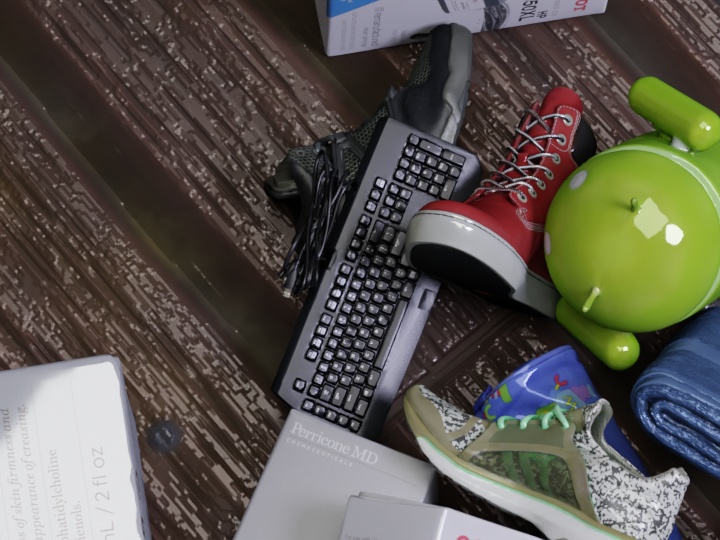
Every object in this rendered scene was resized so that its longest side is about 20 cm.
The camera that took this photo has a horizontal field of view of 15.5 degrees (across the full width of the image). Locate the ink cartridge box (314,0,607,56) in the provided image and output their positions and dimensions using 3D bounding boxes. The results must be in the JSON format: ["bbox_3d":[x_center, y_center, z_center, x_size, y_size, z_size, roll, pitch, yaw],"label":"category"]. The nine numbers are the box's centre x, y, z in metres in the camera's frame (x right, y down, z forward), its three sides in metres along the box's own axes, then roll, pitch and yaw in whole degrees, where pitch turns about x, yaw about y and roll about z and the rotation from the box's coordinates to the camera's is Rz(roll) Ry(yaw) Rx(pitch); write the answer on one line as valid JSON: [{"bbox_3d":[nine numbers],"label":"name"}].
[{"bbox_3d":[0.068,-0.220,1.757,0.199,0.145,0.085,-10,72,-5],"label":"ink cartridge box"}]

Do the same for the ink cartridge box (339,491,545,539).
[{"bbox_3d":[0.045,0.247,1.571,0.085,0.147,0.201,5,77,45],"label":"ink cartridge box"}]

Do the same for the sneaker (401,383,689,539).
[{"bbox_3d":[0.118,0.110,1.600,0.200,0.077,0.089,31,97,21],"label":"sneaker"}]

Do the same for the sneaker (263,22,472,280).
[{"bbox_3d":[0.006,-0.085,1.744,0.114,0.076,0.200,20,76,-1],"label":"sneaker"}]

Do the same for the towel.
[{"bbox_3d":[0.233,0.081,1.642,0.111,0.200,0.049,29,111,11],"label":"towel"}]

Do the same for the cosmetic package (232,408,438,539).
[{"bbox_3d":[-0.033,0.200,1.638,0.106,0.090,0.201,19,74,9],"label":"cosmetic package"}]

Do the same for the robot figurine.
[{"bbox_3d":[0.186,-0.026,1.664,0.115,0.200,0.176,26,109,16],"label":"robot figurine"}]

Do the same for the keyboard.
[{"bbox_3d":[0.000,0.000,1.673,0.104,0.040,0.201,21,81,-2],"label":"keyboard"}]

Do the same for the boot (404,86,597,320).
[{"bbox_3d":[0.093,-0.057,1.661,0.072,0.200,0.145,14,86,23],"label":"boot"}]

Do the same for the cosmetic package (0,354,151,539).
[{"bbox_3d":[-0.228,0.166,1.601,0.199,0.166,0.168,-9,71,-4],"label":"cosmetic package"}]

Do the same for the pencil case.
[{"bbox_3d":[0.142,0.148,1.664,0.087,0.078,0.200,-20,70,-25],"label":"pencil case"}]
